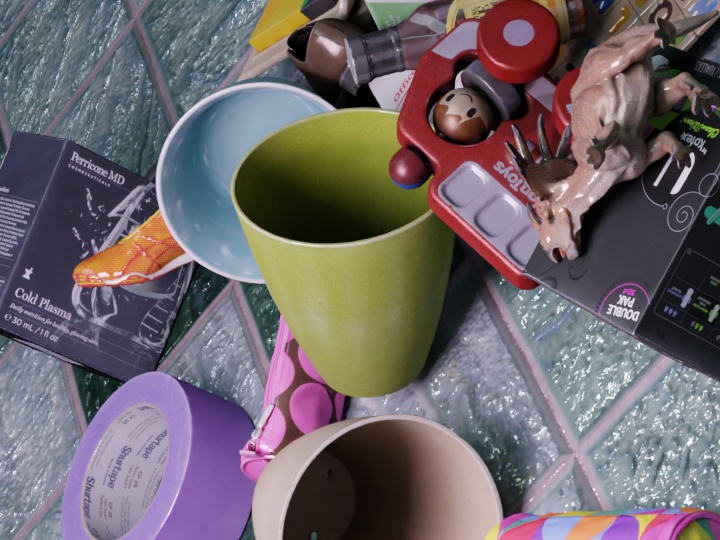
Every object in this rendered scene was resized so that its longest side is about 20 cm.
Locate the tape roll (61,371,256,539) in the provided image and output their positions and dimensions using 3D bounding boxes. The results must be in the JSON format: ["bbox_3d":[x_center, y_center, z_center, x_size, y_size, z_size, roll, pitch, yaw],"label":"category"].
[{"bbox_3d":[-0.189,0.203,1.945,0.199,0.085,0.201,-30,46,37],"label":"tape roll"}]

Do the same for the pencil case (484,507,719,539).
[{"bbox_3d":[0.176,0.212,1.474,0.199,0.088,0.089,-10,61,52],"label":"pencil case"}]

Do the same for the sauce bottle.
[{"bbox_3d":[0.087,-0.197,1.715,0.199,0.066,0.066,-17,44,-3],"label":"sauce bottle"}]

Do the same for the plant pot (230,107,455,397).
[{"bbox_3d":[0.000,0.000,1.723,0.186,0.201,0.188,-6,38,4],"label":"plant pot"}]

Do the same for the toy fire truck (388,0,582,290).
[{"bbox_3d":[0.113,-0.100,1.609,0.168,0.112,0.200,-42,70,-17],"label":"toy fire truck"}]

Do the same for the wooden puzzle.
[{"bbox_3d":[-0.045,-0.283,2.046,0.200,0.037,0.186,-31,30,50],"label":"wooden puzzle"}]

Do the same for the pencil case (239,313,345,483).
[{"bbox_3d":[-0.053,0.090,1.832,0.090,0.093,0.201,-19,53,45],"label":"pencil case"}]

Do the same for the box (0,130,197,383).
[{"bbox_3d":[-0.284,-0.010,2.099,0.124,0.199,0.198,10,77,52],"label":"box"}]

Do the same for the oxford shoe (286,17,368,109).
[{"bbox_3d":[-0.027,-0.200,1.941,0.073,0.084,0.200,-58,1,-12],"label":"oxford shoe"}]

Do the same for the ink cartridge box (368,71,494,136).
[{"bbox_3d":[0.088,-0.143,1.796,0.117,0.067,0.201,-57,38,26],"label":"ink cartridge box"}]

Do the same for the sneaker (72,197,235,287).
[{"bbox_3d":[-0.191,-0.036,2.027,0.199,0.078,0.073,-22,9,-10],"label":"sneaker"}]

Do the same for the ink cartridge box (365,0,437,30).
[{"bbox_3d":[0.083,-0.290,1.739,0.199,0.146,0.088,-27,42,4],"label":"ink cartridge box"}]

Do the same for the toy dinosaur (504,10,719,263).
[{"bbox_3d":[0.173,-0.112,1.469,0.135,0.086,0.201,5,66,60],"label":"toy dinosaur"}]

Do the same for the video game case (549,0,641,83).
[{"bbox_3d":[0.182,-0.240,1.798,0.183,0.023,0.200,-60,35,7],"label":"video game case"}]

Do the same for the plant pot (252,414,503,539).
[{"bbox_3d":[-0.011,0.197,1.659,0.188,0.186,0.200,-67,21,-6],"label":"plant pot"}]

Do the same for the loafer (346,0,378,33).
[{"bbox_3d":[0.042,-0.254,1.938,0.199,0.076,0.068,-11,54,53],"label":"loafer"}]

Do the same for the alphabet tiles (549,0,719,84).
[{"bbox_3d":[0.210,-0.216,1.721,0.167,0.008,0.201,-47,39,23],"label":"alphabet tiles"}]

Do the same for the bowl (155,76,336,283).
[{"bbox_3d":[-0.088,-0.101,1.939,0.201,0.200,0.105,-48,18,21],"label":"bowl"}]

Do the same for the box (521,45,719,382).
[{"bbox_3d":[0.241,-0.042,1.508,0.148,0.124,0.201,32,96,56],"label":"box"}]
